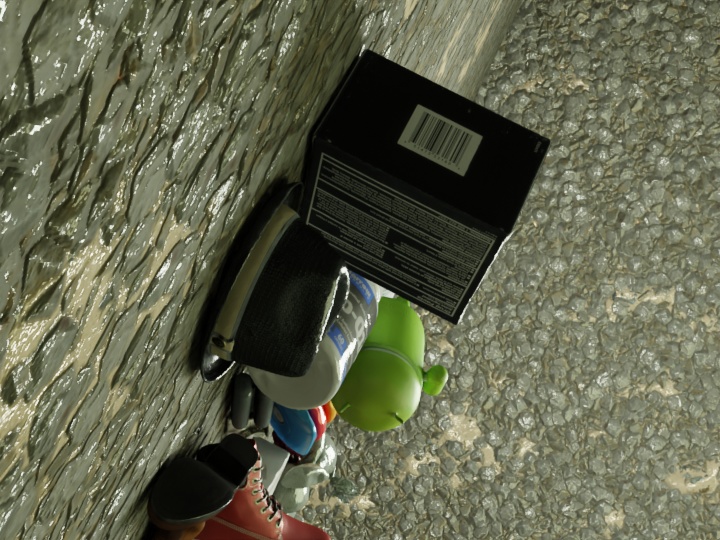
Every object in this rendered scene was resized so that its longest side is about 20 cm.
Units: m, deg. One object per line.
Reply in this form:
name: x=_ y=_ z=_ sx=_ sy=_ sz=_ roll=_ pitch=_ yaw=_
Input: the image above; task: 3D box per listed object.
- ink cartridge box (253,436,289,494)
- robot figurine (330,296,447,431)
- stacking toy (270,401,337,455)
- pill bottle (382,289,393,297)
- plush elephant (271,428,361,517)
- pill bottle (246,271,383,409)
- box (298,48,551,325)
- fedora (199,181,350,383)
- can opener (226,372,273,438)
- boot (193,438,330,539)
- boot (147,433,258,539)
ink cartridge box: x=-0.179 y=0.326 z=1.378 sx=0.202 sy=0.083 sz=0.145 roll=-66 pitch=175 yaw=28
robot figurine: x=0.021 y=0.113 z=1.314 sx=0.201 sy=0.172 sz=0.117 roll=-81 pitch=180 yaw=-55
stacking toy: x=-0.030 y=0.142 z=1.415 sx=0.198 sy=0.117 sz=0.110 roll=-29 pitch=162 yaw=-25
pill bottle: x=0.000 y=0.000 z=1.430 sx=0.112 sy=0.111 sz=0.201 roll=-58 pitch=173 yaw=-46
plush elephant: x=-0.108 y=0.280 z=1.500 sx=0.166 sy=0.199 sz=0.154 roll=-57 pitch=164 yaw=22
pill bottle: x=-0.044 y=0.056 z=1.209 sx=0.115 sy=0.113 sz=0.201 roll=-66 pitch=176 yaw=34
box: x=0.052 y=-0.076 z=1.039 sx=0.124 sy=0.198 sz=0.199 roll=-61 pitch=176 yaw=-28
fedora: x=-0.064 y=0.026 z=0.933 sx=0.203 sy=0.091 sz=0.201 roll=-63 pitch=176 yaw=-8
can opener: x=-0.133 y=0.159 z=1.272 sx=0.200 sy=0.052 sz=0.068 roll=110 pitch=-26 yaw=-66
boot: x=-0.106 y=0.267 z=1.220 sx=0.146 sy=0.197 sz=0.073 roll=-65 pitch=-158 yaw=21
boot: x=-0.203 y=0.270 z=1.088 sx=0.201 sy=0.068 sz=0.188 roll=-52 pitch=179 yaw=18
